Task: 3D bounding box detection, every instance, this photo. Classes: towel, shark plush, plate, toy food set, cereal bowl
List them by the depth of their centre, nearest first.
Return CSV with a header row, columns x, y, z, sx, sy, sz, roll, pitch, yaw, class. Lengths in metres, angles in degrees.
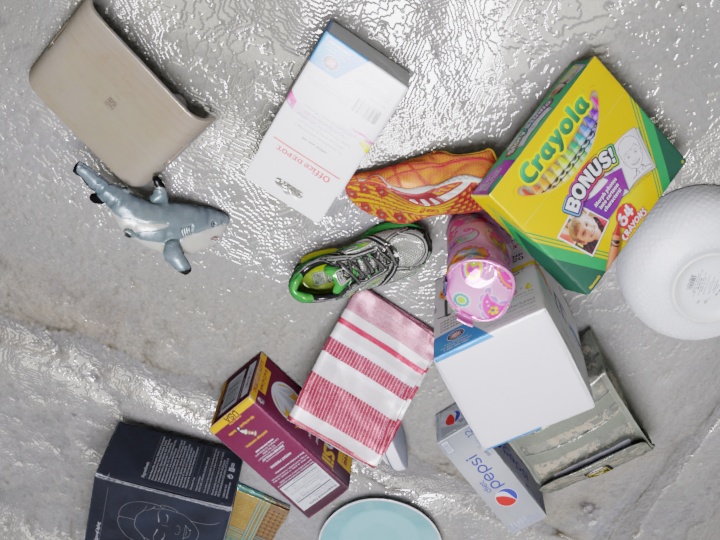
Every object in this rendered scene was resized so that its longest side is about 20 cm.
x,y,z,sx,sy,sz,roll,pitch,yaw,class
-0.287,-0.212,1.036,0.143,0.061,0.200,-34,109,31,toy food set
0.424,0.003,1.071,0.195,0.084,0.204,2,118,3,cereal bowl
-0.265,-0.081,1.082,0.198,0.091,0.084,33,98,-17,shark plush
0.009,0.142,1.148,0.142,0.023,0.203,31,82,-11,towel
-0.225,0.380,1.346,0.197,0.022,0.148,26,116,-10,towel
0.031,0.429,1.348,0.195,0.026,0.204,1,116,3,plate

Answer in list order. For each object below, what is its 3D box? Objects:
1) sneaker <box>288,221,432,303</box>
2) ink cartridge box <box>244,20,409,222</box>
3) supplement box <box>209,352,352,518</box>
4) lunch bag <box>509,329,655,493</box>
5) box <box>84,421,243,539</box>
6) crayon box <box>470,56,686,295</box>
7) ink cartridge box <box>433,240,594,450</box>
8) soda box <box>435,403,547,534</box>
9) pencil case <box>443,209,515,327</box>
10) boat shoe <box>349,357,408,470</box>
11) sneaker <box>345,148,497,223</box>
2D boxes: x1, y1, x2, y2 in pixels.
x,y,z,sx,sy,sz,roll,pitch,yaw,class
0.000,0.000,1.093,0.197,0.085,0.079,-22,102,14,sneaker
-0.041,-0.173,1.024,0.114,0.068,0.201,31,115,-11,ink cartridge box
-0.105,0.230,1.210,0.085,0.111,0.200,-38,109,20,supplement box
0.291,0.212,1.170,0.162,0.118,0.201,-28,118,17,lunch bag
-0.288,0.355,1.255,0.192,0.125,0.203,15,117,-6,box
0.252,-0.107,0.991,0.172,0.058,0.201,41,83,-18,crayon box
0.182,0.083,1.063,0.145,0.201,0.146,-26,111,17,ink cartridge box
0.187,0.279,1.236,0.063,0.069,0.201,-33,111,18,soda box
0.138,-0.016,1.015,0.085,0.201,0.089,3,117,6,pencil case
0.006,0.197,1.214,0.064,0.074,0.203,-21,103,18,boat shoe
0.076,-0.106,1.057,0.196,0.078,0.074,0,138,21,sneaker
